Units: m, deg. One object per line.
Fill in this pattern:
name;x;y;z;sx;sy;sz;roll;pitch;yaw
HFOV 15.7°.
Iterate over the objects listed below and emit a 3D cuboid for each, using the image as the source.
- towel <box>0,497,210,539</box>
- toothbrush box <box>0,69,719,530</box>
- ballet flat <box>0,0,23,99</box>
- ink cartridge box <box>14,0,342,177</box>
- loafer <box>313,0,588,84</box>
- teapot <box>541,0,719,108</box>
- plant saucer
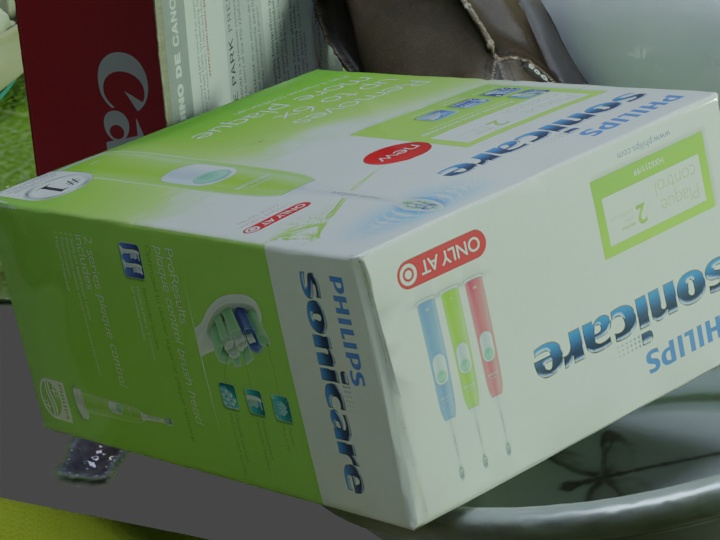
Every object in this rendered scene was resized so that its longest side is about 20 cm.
towel;-0.110;0.105;0.829;0.199;0.018;0.086;12;31;-10
toothbrush box;0.000;0.000;0.818;0.145;0.086;0.200;-24;21;-33
ballet flat;-0.184;-0.126;1.287;0.069;0.070;0.200;10;31;24
ink cartridge box;-0.071;-0.056;0.990;0.084;0.201;0.176;5;27;18
loafer;0.039;-0.060;0.951;0.071;0.073;0.200;-6;43;-41
teapot;0.165;-0.050;1.010;0.197;0.147;0.200;-11;12;-21
plant saucer;0.082;0.056;0.809;0.199;0.050;0.200;-12;17;4
